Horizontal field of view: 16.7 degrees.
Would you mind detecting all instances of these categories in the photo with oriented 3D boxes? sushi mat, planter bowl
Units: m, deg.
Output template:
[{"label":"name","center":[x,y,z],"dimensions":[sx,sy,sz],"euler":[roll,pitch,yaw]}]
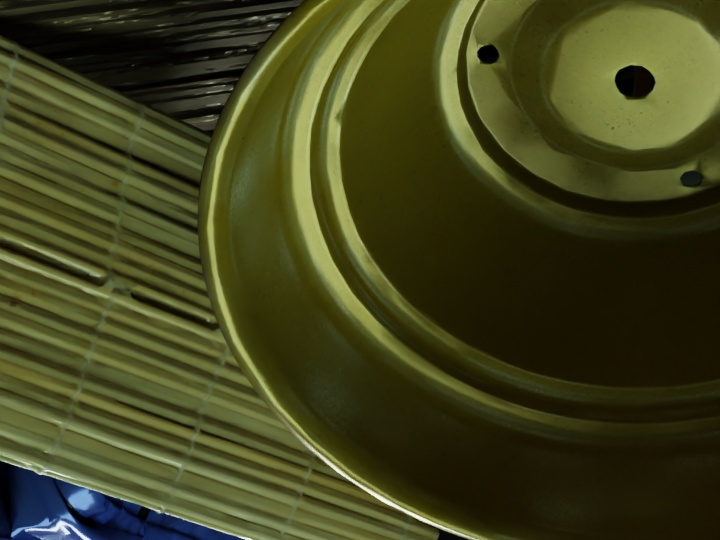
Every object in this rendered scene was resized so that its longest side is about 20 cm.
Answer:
[{"label":"sushi mat","center":[-0.039,0.016,0.627],"dimensions":[0.012,0.096,0.200],"euler":[5,166,45]},{"label":"planter bowl","center":[0.066,-0.026,0.593],"dimensions":[0.200,0.083,0.200],"euler":[5,130,5]}]

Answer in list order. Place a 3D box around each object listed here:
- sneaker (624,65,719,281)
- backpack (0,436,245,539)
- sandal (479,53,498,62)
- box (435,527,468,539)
[{"label":"sneaker","center":[0.137,0.009,0.681],"dimensions":[0.077,0.200,0.078],"euler":[-16,-163,36]},{"label":"backpack","center":[-0.137,0.055,0.670],"dimensions":[0.168,0.163,0.200],"euler":[-39,152,13]},{"label":"sandal","center":[0.087,0.008,0.709],"dimensions":[0.043,0.076,0.200],"euler":[-21,124,41]},{"label":"box","center":[0.094,0.140,0.778],"dimensions":[0.197,0.200,0.117],"euler":[-7,162,-45]}]
